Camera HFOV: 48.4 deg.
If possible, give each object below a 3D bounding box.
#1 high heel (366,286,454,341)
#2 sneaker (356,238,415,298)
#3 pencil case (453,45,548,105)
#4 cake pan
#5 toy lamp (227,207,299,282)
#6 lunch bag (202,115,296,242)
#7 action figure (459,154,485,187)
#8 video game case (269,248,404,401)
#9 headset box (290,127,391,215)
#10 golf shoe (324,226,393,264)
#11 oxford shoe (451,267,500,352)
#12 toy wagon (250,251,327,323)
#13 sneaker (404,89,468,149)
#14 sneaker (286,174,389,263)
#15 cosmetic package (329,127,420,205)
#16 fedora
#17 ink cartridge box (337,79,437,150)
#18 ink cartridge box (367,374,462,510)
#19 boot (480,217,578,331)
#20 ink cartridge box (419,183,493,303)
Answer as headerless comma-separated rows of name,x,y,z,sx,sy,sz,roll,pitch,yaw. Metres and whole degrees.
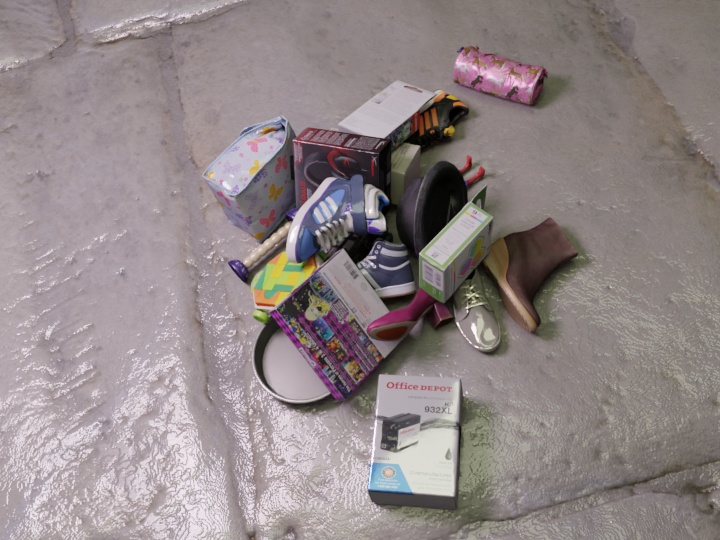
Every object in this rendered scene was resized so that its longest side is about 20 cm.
high heel,0.075,0.067,1.436,0.199,0.068,0.097,-6,57,-41
sneaker,0.000,0.000,1.493,0.197,0.070,0.110,-7,99,-2
pencil case,0.298,-0.419,1.715,0.198,0.087,0.083,24,34,21
cake pan,-0.101,0.154,1.466,0.198,0.037,0.202,-4,60,7
toy lamp,-0.171,-0.059,1.594,0.200,0.058,0.058,-41,62,-12
lunch bag,-0.196,-0.191,1.607,0.127,0.170,0.200,34,73,28
action figure,0.157,-0.158,1.604,0.199,0.052,0.065,-38,64,-10
video game case,-0.035,0.094,1.407,0.181,0.036,0.201,-43,100,-31
headset box,-0.044,-0.186,1.547,0.198,0.150,0.075,12,33,18
golf shoe,-0.035,-0.033,1.555,0.199,0.078,0.095,-32,43,-12
oxford shoe,0.203,0.056,1.464,0.074,0.058,0.202,-14,60,-1
toy wagon,-0.149,0.025,1.495,0.199,0.040,0.156,3,58,45
sneaker,0.147,-0.295,1.670,0.090,0.070,0.200,29,66,27
sneaker,-0.030,-0.081,1.434,0.145,0.081,0.201,16,57,23
cosmetic package,0.014,-0.211,1.623,0.198,0.088,0.104,15,46,18
fedora,0.125,-0.107,1.515,0.091,0.201,0.202,8,59,37
ink cartridge box,0.058,-0.307,1.617,0.108,0.051,0.200,27,52,29
ink cartridge box,0.094,0.282,1.332,0.143,0.084,0.202,1,60,10
boot,0.327,0.001,1.466,0.165,0.073,0.201,-24,55,-3
ink cartridge box,0.187,-0.049,1.437,0.059,0.104,0.200,33,64,24
